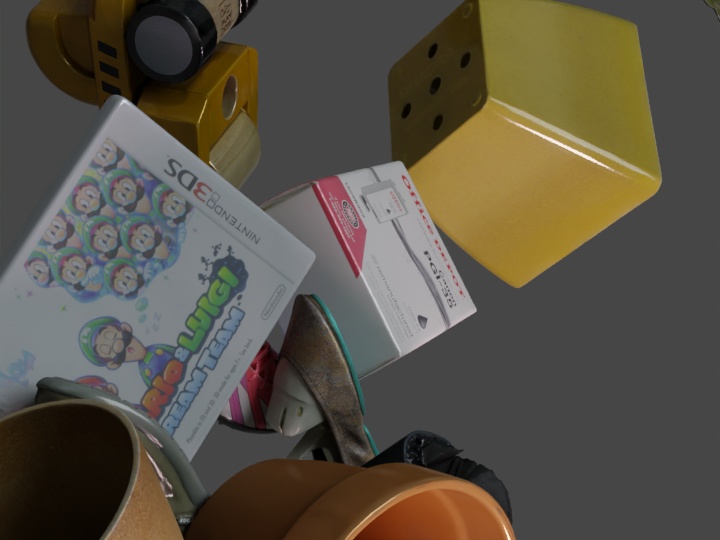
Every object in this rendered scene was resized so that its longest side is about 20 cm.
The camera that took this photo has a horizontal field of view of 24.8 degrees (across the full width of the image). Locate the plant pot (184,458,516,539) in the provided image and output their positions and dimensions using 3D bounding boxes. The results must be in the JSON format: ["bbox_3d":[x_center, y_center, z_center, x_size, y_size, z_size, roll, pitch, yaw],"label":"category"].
[{"bbox_3d":[-0.019,0.200,0.988,0.199,0.140,0.202,-16,114,-40],"label":"plant pot"}]

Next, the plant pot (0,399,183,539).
[{"bbox_3d":[-0.151,0.204,0.875,0.201,0.185,0.187,60,30,-29],"label":"plant pot"}]

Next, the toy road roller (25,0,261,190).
[{"bbox_3d":[-0.155,-0.140,1.181,0.123,0.145,0.201,-60,154,-54],"label":"toy road roller"}]

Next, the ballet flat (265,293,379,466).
[{"bbox_3d":[-0.027,0.110,1.155,0.068,0.067,0.201,36,-29,54],"label":"ballet flat"}]

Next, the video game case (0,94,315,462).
[{"bbox_3d":[-0.142,0.023,1.037,0.182,0.024,0.201,39,76,-32],"label":"video game case"}]

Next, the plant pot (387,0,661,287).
[{"bbox_3d":[0.134,-0.136,1.509,0.176,0.200,0.201,21,49,-31],"label":"plant pot"}]

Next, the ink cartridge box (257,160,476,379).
[{"bbox_3d":[0.000,0.000,1.273,0.147,0.082,0.200,63,22,2],"label":"ink cartridge box"}]

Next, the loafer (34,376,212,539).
[{"bbox_3d":[-0.136,0.143,0.999,0.070,0.075,0.200,-53,123,-24],"label":"loafer"}]

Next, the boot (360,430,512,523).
[{"bbox_3d":[0.040,0.206,1.132,0.200,0.168,0.077,47,35,-24],"label":"boot"}]

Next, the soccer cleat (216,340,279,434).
[{"bbox_3d":[-0.094,0.056,1.138,0.200,0.073,0.069,33,41,-38],"label":"soccer cleat"}]
